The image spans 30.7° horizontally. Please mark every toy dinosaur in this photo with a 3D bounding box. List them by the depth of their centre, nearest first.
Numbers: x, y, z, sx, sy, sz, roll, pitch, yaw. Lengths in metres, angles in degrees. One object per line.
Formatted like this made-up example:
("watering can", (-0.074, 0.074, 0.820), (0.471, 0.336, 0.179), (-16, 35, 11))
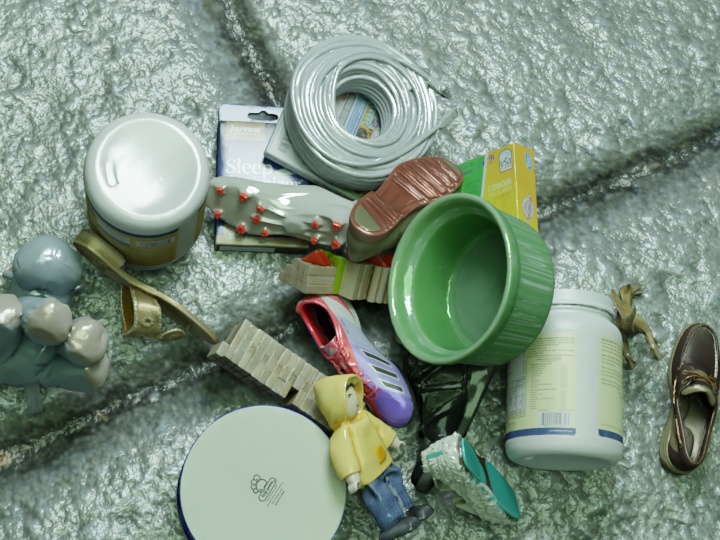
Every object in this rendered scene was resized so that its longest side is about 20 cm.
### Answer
("toy dinosaur", (0.339, 0.071, 1.650), (0.058, 0.200, 0.102), (-26, 94, 15))

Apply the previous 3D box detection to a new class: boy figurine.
("boy figurine", (0.012, 0.211, 1.534), (0.124, 0.064, 0.201), (-21, 85, -55))

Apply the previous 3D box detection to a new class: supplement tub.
("supplement tub", (-0.255, -0.087, 1.561), (0.143, 0.200, 0.146), (3, 73, -9))
("supplement tub", (0.250, 0.136, 1.611), (0.143, 0.145, 0.202), (6, 73, -8))

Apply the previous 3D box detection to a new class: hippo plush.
("hippo plush", (-0.358, 0.054, 1.540), (0.158, 0.201, 0.162), (13, 49, -6))

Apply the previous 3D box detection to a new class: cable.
("cable", (0.000, -0.202, 1.669), (0.200, 0.069, 0.200), (43, 65, -3))

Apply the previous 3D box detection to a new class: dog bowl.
("dog bowl", (-0.117, 0.263, 1.546), (0.198, 0.079, 0.202), (3, 73, -9))

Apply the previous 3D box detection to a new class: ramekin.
("ramekin", (0.134, 0.017, 1.545), (0.097, 0.199, 0.202), (14, 68, -41))

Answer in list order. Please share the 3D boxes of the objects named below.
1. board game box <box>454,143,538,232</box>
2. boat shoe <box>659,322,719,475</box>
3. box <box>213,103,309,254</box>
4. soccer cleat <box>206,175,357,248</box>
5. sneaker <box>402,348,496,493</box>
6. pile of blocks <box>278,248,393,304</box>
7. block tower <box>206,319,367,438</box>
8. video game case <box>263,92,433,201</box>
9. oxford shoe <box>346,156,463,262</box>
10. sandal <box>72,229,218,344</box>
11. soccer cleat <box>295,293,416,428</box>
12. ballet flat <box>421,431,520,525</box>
("board game box", (0.155, -0.041, 1.644), (0.040, 0.152, 0.202), (14, 67, -41))
("boat shoe", (0.430, 0.159, 1.673), (0.071, 0.072, 0.202), (18, 72, -4))
("box", (-0.126, -0.123, 1.683), (0.120, 0.032, 0.202), (2, 73, -9))
("soccer cleat", (-0.097, -0.079, 1.631), (0.198, 0.070, 0.078), (15, 36, 5))
("sneaker", (0.086, 0.168, 1.613), (0.113, 0.076, 0.201), (22, 76, 9))
("pile of blocks", (0.000, 0.000, 1.634), (0.198, 0.082, 0.063), (10, 102, -21))
("block tower", (-0.085, 0.135, 1.583), (0.199, 0.054, 0.058), (34, 70, -11))
("video game case", (-0.011, -0.163, 1.700), (0.199, 0.018, 0.144), (27, 66, -11))
("oxford shoe", (0.050, -0.078, 1.623), (0.199, 0.074, 0.071), (-31, 66, -36))
("sandal", (-0.272, 0.045, 1.568), (0.211, 0.077, 0.070), (42, 71, -17))
("soccer cleat", (-0.009, 0.110, 1.593), (0.068, 0.073, 0.201), (-45, 68, 26))
("ballet flat", (0.128, 0.251, 1.561), (0.071, 0.200, 0.072), (-16, 51, 21))
